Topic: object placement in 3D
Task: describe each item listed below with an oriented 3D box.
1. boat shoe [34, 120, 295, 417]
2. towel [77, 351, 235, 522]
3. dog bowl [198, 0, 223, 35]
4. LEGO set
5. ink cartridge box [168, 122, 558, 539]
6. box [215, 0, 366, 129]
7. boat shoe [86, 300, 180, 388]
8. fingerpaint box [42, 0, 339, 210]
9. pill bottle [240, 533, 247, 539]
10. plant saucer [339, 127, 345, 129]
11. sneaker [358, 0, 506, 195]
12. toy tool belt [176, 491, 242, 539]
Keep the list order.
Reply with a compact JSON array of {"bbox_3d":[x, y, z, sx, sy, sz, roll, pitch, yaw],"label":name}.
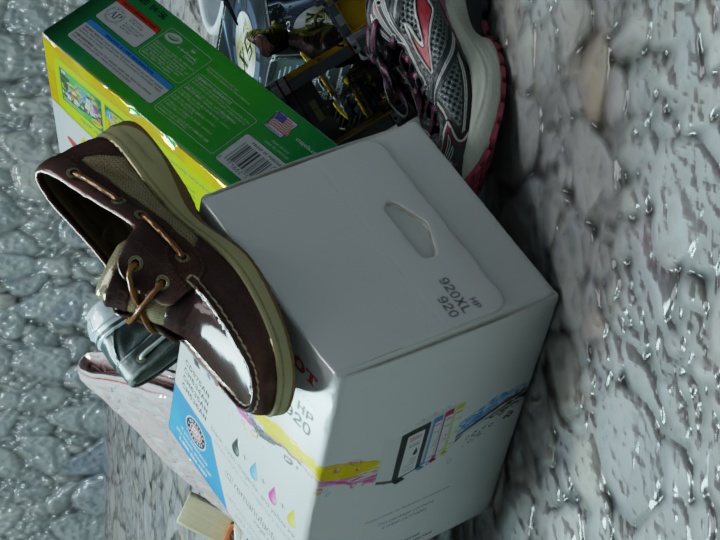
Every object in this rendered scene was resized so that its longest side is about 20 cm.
[{"bbox_3d":[-0.106,0.005,1.239,0.200,0.072,0.072,54,148,27],"label":"boat shoe"},{"bbox_3d":[-0.094,0.137,1.690,0.032,0.200,0.191,-52,30,-17],"label":"towel"},{"bbox_3d":[-0.084,-0.292,1.931,0.200,0.078,0.201,180,90,-78],"label":"dog bowl"},{"bbox_3d":[-0.046,-0.145,1.479,0.200,0.116,0.154,59,-179,-21],"label":"LEGO set"},{"bbox_3d":[-0.005,0.050,1.321,0.147,0.144,0.200,51,147,31],"label":"ink cartridge box"},{"bbox_3d":[-0.048,-0.158,1.751,0.200,0.086,0.164,107,158,-54],"label":"box"},{"bbox_3d":[-0.088,0.014,1.624,0.071,0.200,0.072,58,178,14],"label":"boat shoe"},{"bbox_3d":[-0.096,-0.054,1.437,0.200,0.073,0.167,39,152,26],"label":"fingerpaint box"},{"bbox_3d":[-0.014,0.248,1.545,0.200,0.112,0.113,-103,17,-45],"label":"pill bottle"},{"bbox_3d":[0.000,0.000,1.667,0.200,0.031,0.201,180,90,-77],"label":"plant saucer"},{"bbox_3d":[0.038,-0.123,1.381,0.081,0.074,0.201,110,155,-58],"label":"sneaker"},{"bbox_3d":[-0.085,0.268,1.861,0.125,0.122,0.201,-131,42,-72],"label":"toy tool belt"}]
